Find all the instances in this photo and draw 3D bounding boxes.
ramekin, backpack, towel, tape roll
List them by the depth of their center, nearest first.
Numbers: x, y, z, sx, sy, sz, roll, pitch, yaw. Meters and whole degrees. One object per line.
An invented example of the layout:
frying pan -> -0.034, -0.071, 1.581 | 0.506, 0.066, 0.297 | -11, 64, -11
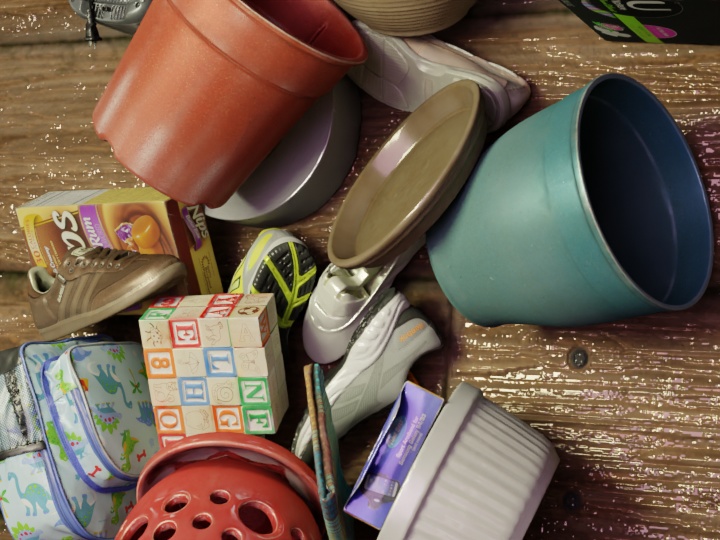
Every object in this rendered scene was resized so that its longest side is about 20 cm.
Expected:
ramekin -> 0.087, 0.206, 1.355 | 0.105, 0.200, 0.201 | 27, 96, 9
towel -> -0.020, 0.195, 1.391 | 0.022, 0.201, 0.147 | -10, 48, 0
backpack -> -0.271, 0.165, 1.540 | 0.146, 0.183, 0.201 | -17, 83, 23
tape roll -> -0.101, -0.144, 1.559 | 0.199, 0.066, 0.202 | -3, 82, 25

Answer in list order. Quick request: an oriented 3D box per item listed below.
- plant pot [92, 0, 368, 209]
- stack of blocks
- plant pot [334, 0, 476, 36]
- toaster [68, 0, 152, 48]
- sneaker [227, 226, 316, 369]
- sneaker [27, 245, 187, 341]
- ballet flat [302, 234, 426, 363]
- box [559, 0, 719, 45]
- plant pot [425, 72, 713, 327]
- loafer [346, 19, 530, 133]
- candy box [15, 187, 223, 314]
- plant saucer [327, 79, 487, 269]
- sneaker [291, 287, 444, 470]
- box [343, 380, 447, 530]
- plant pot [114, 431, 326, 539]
plant pot -> -0.130, -0.175, 1.444 | 0.201, 0.200, 0.196 | 48, 112, 23
stack of blocks -> -0.128, 0.125, 1.491 | 0.114, 0.059, 0.201 | -1, 111, 12
plant pot -> 0.045, -0.276, 1.466 | 0.200, 0.201, 0.093 | 11, 129, 27
toaster -> -0.207, -0.305, 1.594 | 0.113, 0.129, 0.201 | 8, 87, 27
sneaker -> -0.102, 0.051, 1.544 | 0.201, 0.075, 0.076 | -61, 27, 16
sneaker -> -0.250, 0.009, 1.520 | 0.199, 0.070, 0.076 | -22, 94, 37
ballet flat -> 0.000, 0.000, 1.492 | 0.069, 0.069, 0.200 | 44, 103, 23
box -> 0.248, -0.269, 1.327 | 0.148, 0.200, 0.125 | 6, 85, 27
plant pot -> 0.166, -0.039, 1.357 | 0.187, 0.199, 0.201 | -21, 75, 39
loafer -> 0.065, -0.184, 1.494 | 0.199, 0.063, 0.072 | 28, 129, 29
candy box -> -0.238, -0.018, 1.579 | 0.199, 0.056, 0.117 | -1, 111, 36
plant saucer -> 0.044, -0.079, 1.400 | 0.029, 0.200, 0.200 | 37, 104, -18
sneaker -> 0.001, 0.115, 1.476 | 0.079, 0.074, 0.201 | 34, 109, -4
box -> 0.034, 0.159, 1.373 | 0.041, 0.200, 0.120 | 26, 86, 6
plant pot -> -0.122, 0.259, 1.403 | 0.200, 0.201, 0.183 | -20, 35, 23
